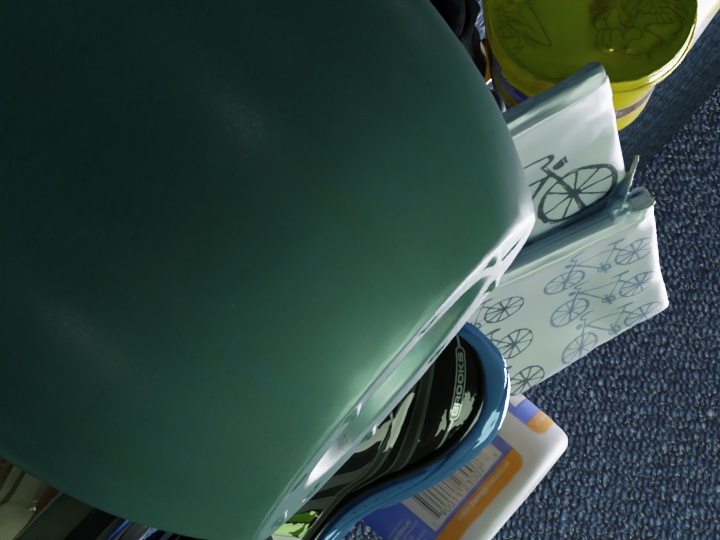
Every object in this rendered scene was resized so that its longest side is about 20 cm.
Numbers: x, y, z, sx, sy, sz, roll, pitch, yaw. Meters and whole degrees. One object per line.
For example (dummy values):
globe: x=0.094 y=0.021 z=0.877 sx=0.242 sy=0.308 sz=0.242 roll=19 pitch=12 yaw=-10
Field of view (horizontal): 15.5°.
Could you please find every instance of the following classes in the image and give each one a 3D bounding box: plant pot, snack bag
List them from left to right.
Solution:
plant pot: x=-0.049 y=-0.018 z=0.760 sx=0.201 sy=0.161 sz=0.201 roll=-48 pitch=173 yaw=-8
snack bag: x=0.038 y=0.010 z=1.079 sx=0.189 sy=0.021 sz=0.200 roll=-28 pitch=149 yaw=-6

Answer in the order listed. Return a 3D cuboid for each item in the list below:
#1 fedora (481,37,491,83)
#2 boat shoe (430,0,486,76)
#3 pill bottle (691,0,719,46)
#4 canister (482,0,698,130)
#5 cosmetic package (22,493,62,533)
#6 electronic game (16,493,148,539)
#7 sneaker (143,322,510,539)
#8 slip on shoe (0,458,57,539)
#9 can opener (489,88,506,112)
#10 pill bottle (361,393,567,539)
fedora: x=0.022 y=-0.033 z=1.321 sx=0.201 sy=0.082 sz=0.201 roll=-39 pitch=-173 yaw=6
boat shoe: x=0.020 y=-0.105 z=1.157 sx=0.066 sy=0.072 sz=0.200 roll=-52 pitch=167 yaw=20
pill bottle: x=0.144 y=-0.169 z=1.410 sx=0.111 sy=0.111 sz=0.200 roll=-45 pitch=173 yaw=-34
canister: x=0.092 y=-0.137 z=1.139 sx=0.087 sy=0.149 sz=0.200 roll=-5 pitch=176 yaw=2
cosmetic package: x=-0.183 y=0.132 z=1.210 sx=0.200 sy=0.051 sz=0.083 roll=-46 pitch=176 yaw=-26
electronic game: x=-0.134 y=0.139 z=1.124 sx=0.200 sy=0.042 sz=0.200 roll=-47 pitch=177 yaw=-3
sneaker: x=-0.035 y=0.078 z=1.044 sx=0.200 sy=0.083 sz=0.071 roll=-39 pitch=-147 yaw=14
slip on shoe: x=-0.131 y=0.056 z=1.084 sx=0.076 sy=0.061 sz=0.200 roll=-46 pitch=180 yaw=-45
can opener: x=0.000 y=0.000 z=1.088 sx=0.053 sy=0.067 sz=0.200 roll=-77 pitch=-171 yaw=-52
pill bottle: x=0.007 y=0.071 z=1.468 sx=0.112 sy=0.200 sz=0.112 roll=-49 pitch=173 yaw=-8
